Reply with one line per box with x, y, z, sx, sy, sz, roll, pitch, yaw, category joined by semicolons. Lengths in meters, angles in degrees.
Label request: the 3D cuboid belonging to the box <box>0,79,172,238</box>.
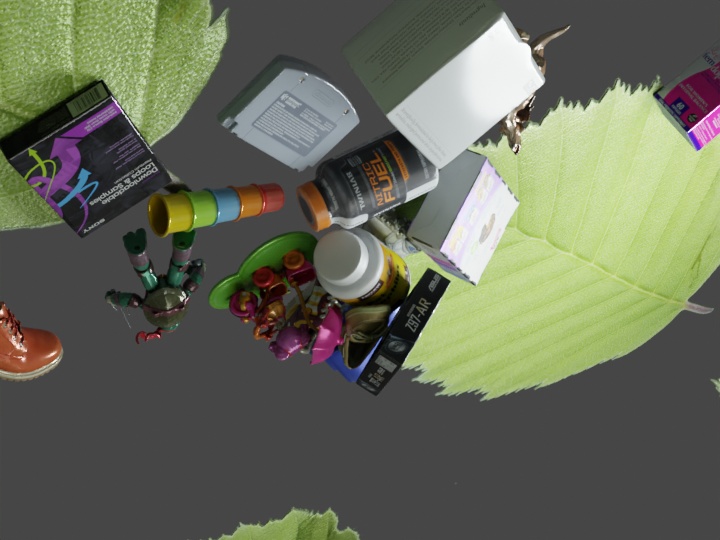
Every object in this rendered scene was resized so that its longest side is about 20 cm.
-0.328;-0.130;1.376;0.142;0.036;0.200;-33;153;-3;box

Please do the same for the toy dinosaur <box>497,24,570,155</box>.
0.243;-0.286;1.695;0.201;0.086;0.135;-59;157;10;toy dinosaur

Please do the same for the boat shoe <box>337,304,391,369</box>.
0.005;0.101;1.764;0.072;0.064;0.201;-3;163;-18;boat shoe

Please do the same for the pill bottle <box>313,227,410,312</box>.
0.000;0.000;1.732;0.109;0.110;0.200;-38;157;9;pill bottle

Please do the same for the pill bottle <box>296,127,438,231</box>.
0.006;-0.129;1.653;0.199;0.107;0.107;-27;151;-14;pill bottle

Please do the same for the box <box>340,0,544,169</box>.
0.114;-0.275;1.516;0.200;0.131;0.199;-39;151;9;box

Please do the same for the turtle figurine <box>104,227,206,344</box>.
-0.280;0.024;1.603;0.149;0.101;0.201;-20;145;-23;turtle figurine

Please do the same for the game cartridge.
-0.088;-0.210;1.506;0.133;0.041;0.200;-38;152;15;game cartridge

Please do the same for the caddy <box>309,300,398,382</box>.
0.000;0.094;1.942;0.200;0.141;0.105;-39;117;-13;caddy

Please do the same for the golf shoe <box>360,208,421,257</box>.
0.030;-0.058;1.827;0.097;0.079;0.200;-30;150;11;golf shoe

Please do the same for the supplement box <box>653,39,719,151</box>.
0.642;-0.328;2.018;0.200;0.102;0.103;-41;150;11;supplement box

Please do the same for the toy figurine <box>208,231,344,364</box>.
-0.112;0.068;1.751;0.199;0.185;0.151;-28;151;-9;toy figurine

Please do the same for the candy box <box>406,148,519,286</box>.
0.172;-0.087;1.861;0.169;0.071;0.200;-62;152;-6;candy box

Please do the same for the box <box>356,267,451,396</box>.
0.065;0.100;1.771;0.161;0.043;0.200;-58;179;-21;box

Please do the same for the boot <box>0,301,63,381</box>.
-0.478;0.089;1.522;0.199;0.075;0.108;5;129;-48;boot

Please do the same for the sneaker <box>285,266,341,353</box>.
-0.053;0.052;1.875;0.074;0.091;0.200;8;133;-38;sneaker

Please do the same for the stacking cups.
-0.193;-0.085;1.559;0.199;0.061;0.061;-9;143;-39;stacking cups
